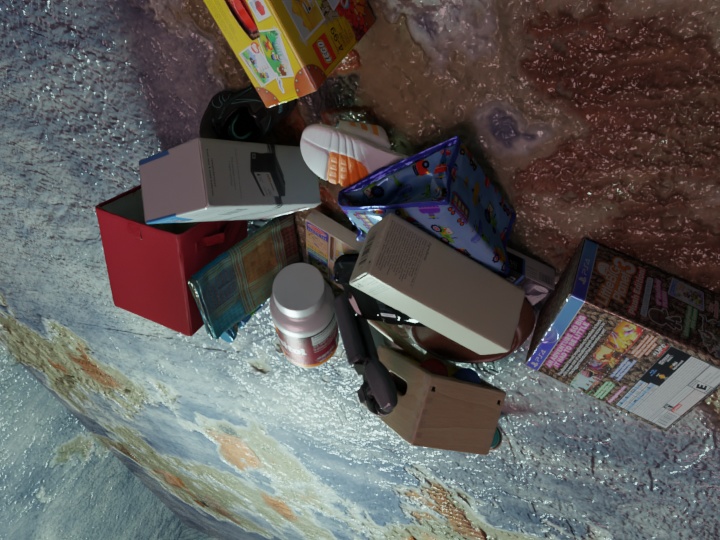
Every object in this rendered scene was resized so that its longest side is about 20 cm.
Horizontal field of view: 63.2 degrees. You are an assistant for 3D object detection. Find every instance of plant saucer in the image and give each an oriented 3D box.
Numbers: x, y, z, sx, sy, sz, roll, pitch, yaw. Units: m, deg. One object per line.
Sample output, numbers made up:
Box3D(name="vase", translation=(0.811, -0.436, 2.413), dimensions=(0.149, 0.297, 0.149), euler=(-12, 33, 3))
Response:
Box3D(name="plant saucer", translation=(0.146, 0.079, 0.826), dimensions=(0.194, 0.035, 0.203), euler=(9, 145, 6))

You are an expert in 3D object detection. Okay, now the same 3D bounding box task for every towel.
Box3D(name="towel", translation=(-0.175, 0.008, 0.935), dimensions=(0.022, 0.198, 0.149), euler=(35, 149, 31))

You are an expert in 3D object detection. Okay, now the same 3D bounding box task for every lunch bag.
Box3D(name="lunch bag", translation=(0.071, -0.057, 0.733), dimensions=(0.196, 0.096, 0.150), euler=(-11, 142, 40))

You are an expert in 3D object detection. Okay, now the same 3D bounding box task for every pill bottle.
Box3D(name="pill bottle", translation=(-0.095, 0.077, 0.994), dimensions=(0.110, 0.115, 0.202), euler=(21, 151, 14))

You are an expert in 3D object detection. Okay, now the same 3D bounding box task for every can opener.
Box3D(name="can opener", translation=(0.013, 0.119, 0.878), dimensions=(0.052, 0.204, 0.067), euler=(11, 139, -40))

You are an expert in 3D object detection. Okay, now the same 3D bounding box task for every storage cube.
Box3D(name="storage cube", translation=(-0.297, -0.032, 0.958), dimensions=(0.195, 0.171, 0.185), euler=(17, 124, 20))

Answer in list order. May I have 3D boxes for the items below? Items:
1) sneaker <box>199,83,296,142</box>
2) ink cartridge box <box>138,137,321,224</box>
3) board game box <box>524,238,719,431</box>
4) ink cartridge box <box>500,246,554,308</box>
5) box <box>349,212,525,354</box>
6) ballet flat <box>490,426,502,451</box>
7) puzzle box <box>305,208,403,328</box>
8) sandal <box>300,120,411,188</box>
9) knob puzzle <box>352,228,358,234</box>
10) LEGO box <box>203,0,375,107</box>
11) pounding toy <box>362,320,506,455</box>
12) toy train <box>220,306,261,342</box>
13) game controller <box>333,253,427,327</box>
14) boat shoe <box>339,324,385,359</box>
Box3D(name="sneaker", translation=(-0.172, -0.204, 0.794), dimensions=(0.197, 0.080, 0.076), euler=(-14, 124, 46))
Box3D(name="ink cartridge box", translation=(-0.171, -0.116, 0.786), dimensions=(0.142, 0.197, 0.087), euler=(-7, 91, 40))
Box3D(name="board game box", translation=(0.331, 0.083, 0.728), dimensions=(0.195, 0.098, 0.162), euler=(25, 142, 10))
Box3D(name="ink cartridge box", translation=(0.175, 0.042, 0.828), dimensions=(0.097, 0.040, 0.201), euler=(21, 145, -11))
Box3D(name="box", translation=(0.091, 0.020, 0.686), dimensions=(0.197, 0.084, 0.068), euler=(30, 159, -15))
Box3D(name="ballet flat", translation=(0.176, 0.281, 1.098), dimensions=(0.195, 0.070, 0.071), euler=(17, 141, 26))
Box3D(name="puzzle box", translation=(0.000, 0.000, 0.904), dimensions=(0.197, 0.026, 0.134), euler=(31, 150, 15))
Box3D(name="sandal", translation=(0.021, -0.143, 0.743), dimensions=(0.201, 0.061, 0.080), euler=(16, 142, -14))
Box3D(name="knob puzzle", translation=(0.092, -0.016, 0.849), dimensions=(0.214, 0.031, 0.223), euler=(20, 141, 17))
Box3D(name="LEGO box", translation=(-0.084, -0.294, 0.570), dimensions=(0.075, 0.151, 0.202), euler=(-4, 131, 38))
Box3D(name="pounding toy", translation=(0.097, 0.173, 0.929), dimensions=(0.180, 0.146, 0.199), euler=(17, -177, -30))
Box3D(name="toy train", translation=(-0.284, 0.035, 1.105), dimensions=(0.199, 0.117, 0.084), euler=(41, 142, -12))
Box3D(name="game controller", translation=(0.032, 0.027, 0.811), dimensions=(0.198, 0.042, 0.106), euler=(2, 128, 56))
Box3D(name="boat shoe", translation=(0.002, 0.141, 1.060), dimensions=(0.084, 0.076, 0.204), euler=(7, 146, 32))
